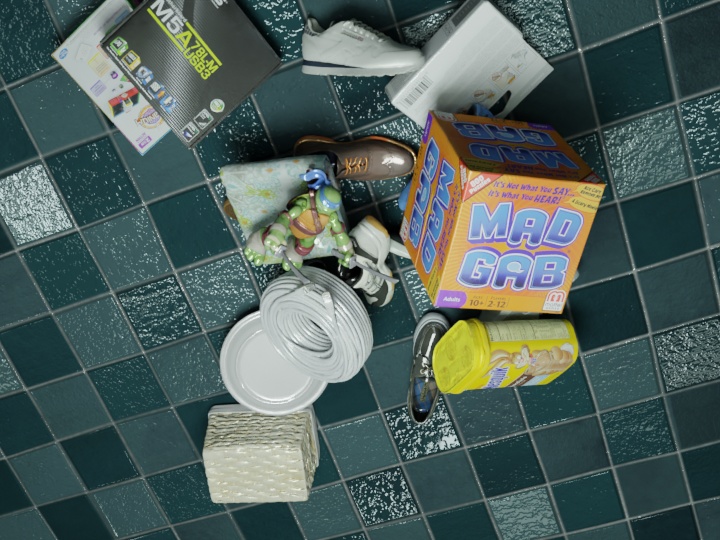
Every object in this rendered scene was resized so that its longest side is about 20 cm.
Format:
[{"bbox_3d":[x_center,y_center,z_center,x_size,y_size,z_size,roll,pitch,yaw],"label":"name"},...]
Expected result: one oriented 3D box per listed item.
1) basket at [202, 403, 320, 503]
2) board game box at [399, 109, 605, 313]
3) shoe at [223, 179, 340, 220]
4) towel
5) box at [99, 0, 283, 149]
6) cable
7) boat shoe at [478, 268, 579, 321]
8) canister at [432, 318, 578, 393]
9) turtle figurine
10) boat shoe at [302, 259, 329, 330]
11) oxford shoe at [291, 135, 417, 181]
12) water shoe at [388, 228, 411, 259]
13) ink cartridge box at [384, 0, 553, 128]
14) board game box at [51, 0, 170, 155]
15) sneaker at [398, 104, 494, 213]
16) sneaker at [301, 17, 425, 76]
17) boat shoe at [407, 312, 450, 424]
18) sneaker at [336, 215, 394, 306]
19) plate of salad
[{"bbox_3d":[-0.178,0.329,1.642,0.195,0.124,0.138,-3,118,5],"label":"basket"},{"bbox_3d":[0.188,-0.083,1.286,0.195,0.201,0.204,4,120,-16],"label":"board game box"},{"bbox_3d":[-0.124,-0.118,1.463,0.195,0.054,0.071,-6,140,12],"label":"shoe"},{"bbox_3d":[-0.110,-0.092,1.413,0.167,0.049,0.202,-6,137,10],"label":"towel"},{"bbox_3d":[-0.245,-0.317,1.337,0.192,0.048,0.201,-40,108,1],"label":"box"},{"bbox_3d":[-0.073,0.087,1.464,0.197,0.069,0.202,-2,125,41],"label":"cable"},{"bbox_3d":[0.275,0.051,1.500,0.071,0.070,0.201,41,111,-14],"label":"boat shoe"},{"bbox_3d":[0.235,0.136,1.481,0.195,0.088,0.149,-1,152,-22],"label":"canister"},{"bbox_3d":[-0.082,-0.027,1.320,0.193,0.142,0.203,-26,91,55],"label":"turtle figurine"},{"bbox_3d":[-0.052,0.078,1.534,0.068,0.057,0.203,-27,113,-14],"label":"boat shoe"},{"bbox_3d":[-0.010,-0.164,1.413,0.195,0.073,0.073,1,116,3],"label":"oxford shoe"},{"bbox_3d":[0.122,-0.051,1.474,0.195,0.072,0.081,13,95,-6],"label":"water shoe"},{"bbox_3d":[0.163,-0.287,1.358,0.172,0.044,0.200,29,117,-38],"label":"ink cartridge box"},{"bbox_3d":[-0.345,-0.301,1.389,0.152,0.041,0.201,-34,109,19],"label":"board game box"},{"bbox_3d":[0.120,-0.171,1.377,0.199,0.067,0.078,-42,131,17],"label":"sneaker"},{"bbox_3d":[0.000,-0.320,1.312,0.196,0.076,0.083,8,103,24],"label":"sneaker"},{"bbox_3d":[0.118,0.172,1.570,0.067,0.057,0.204,7,117,1],"label":"boat shoe"},{"bbox_3d":[0.000,0.000,1.453,0.087,0.075,0.202,-38,147,-20],"label":"sneaker"},{"bbox_3d":[-0.146,0.157,1.592,0.195,0.048,0.205,-1,110,-4],"label":"plate of salad"}]
